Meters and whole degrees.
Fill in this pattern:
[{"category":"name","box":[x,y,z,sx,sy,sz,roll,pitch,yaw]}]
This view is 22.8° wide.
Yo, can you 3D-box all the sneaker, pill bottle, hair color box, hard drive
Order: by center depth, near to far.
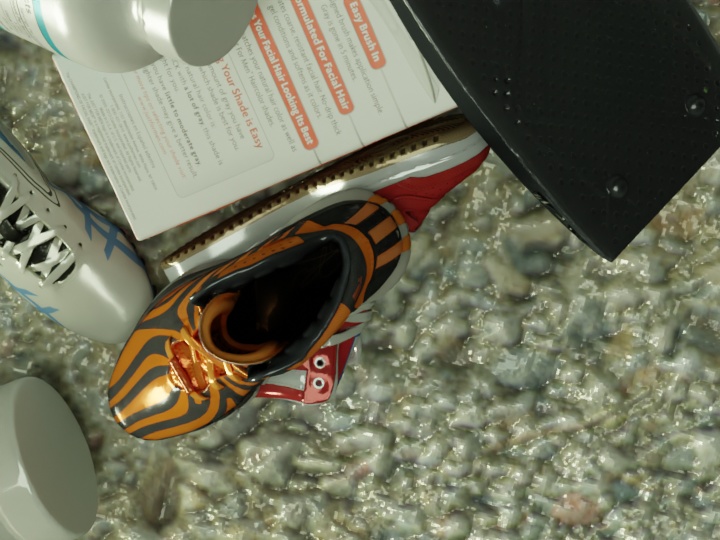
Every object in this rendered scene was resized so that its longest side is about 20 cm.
[{"category":"pill bottle","box":[-0.146,-0.165,0.875,0.199,0.111,0.112,25,110,26]},{"category":"hard drive","box":[0.098,-0.118,0.893,0.135,0.042,0.200,-44,105,-20]},{"category":"sneaker","box":[-0.071,0.030,0.894,0.200,0.112,0.078,-39,89,24]},{"category":"hair color box","box":[-0.046,-0.107,0.940,0.199,0.064,0.112,-21,101,14]},{"category":"sneaker","box":[0.000,0.000,0.960,0.199,0.071,0.113,-25,98,22]},{"category":"sneaker","box":[-0.194,-0.031,0.978,0.072,0.073,0.200,-43,98,15]},{"category":"pill bottle","box":[-0.258,0.138,1.013,0.199,0.116,0.117,-21,103,12]}]
